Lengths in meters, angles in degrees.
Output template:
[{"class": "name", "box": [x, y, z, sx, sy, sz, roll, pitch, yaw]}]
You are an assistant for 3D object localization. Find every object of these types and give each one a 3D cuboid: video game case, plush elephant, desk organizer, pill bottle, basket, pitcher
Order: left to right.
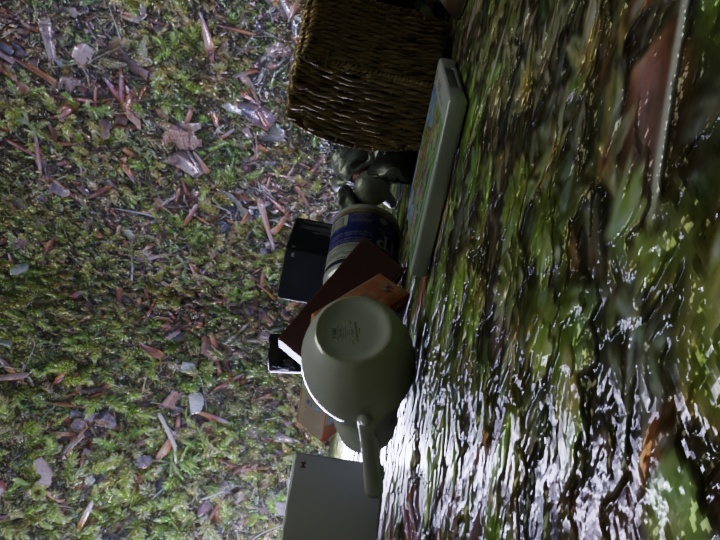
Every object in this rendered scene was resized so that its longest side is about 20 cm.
[{"class": "desk organizer", "box": [-0.027, 0.055, 1.032, 0.200, 0.077, 0.072, -50, -7, -16]}, {"class": "pill bottle", "box": [0.000, 0.000, 1.180, 0.120, 0.119, 0.201, 102, 176, -53]}, {"class": "pitcher", "box": [0.003, 0.138, 0.772, 0.200, 0.121, 0.172, 85, 175, -52]}, {"class": "basket", "box": [0.008, -0.258, 0.947, 0.143, 0.199, 0.149, 110, 169, -54]}, {"class": "plush elephant", "box": [0.018, -0.180, 1.386, 0.200, 0.165, 0.155, 17, -140, -61]}, {"class": "video game case", "box": [0.082, -0.122, 0.812, 0.182, 0.022, 0.201, -84, 4, -61]}]

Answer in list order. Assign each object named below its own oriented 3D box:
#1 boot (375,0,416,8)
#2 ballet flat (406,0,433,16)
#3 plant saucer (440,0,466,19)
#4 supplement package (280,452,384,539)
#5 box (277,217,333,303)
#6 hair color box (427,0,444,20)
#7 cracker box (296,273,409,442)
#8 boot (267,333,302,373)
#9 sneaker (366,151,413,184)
[{"class": "boot", "box": [0.008, -0.410, 1.028, 0.187, 0.064, 0.200, -55, 36, 14]}, {"class": "ballet flat", "box": [0.085, -0.316, 1.028, 0.074, 0.074, 0.201, -93, 8, -80]}, {"class": "plant saucer", "box": [0.124, -0.410, 0.857, 0.200, 0.032, 0.201, -170, 90, -88]}, {"class": "supplement package", "box": [-0.044, 0.336, 0.934, 0.200, 0.116, 0.118, 101, 178, -53]}, {"class": "box", "box": [-0.046, -0.010, 1.368, 0.182, 0.199, 0.104, -84, 6, -69]}, {"class": "hair color box", "box": [0.078, -0.401, 1.090, 0.061, 0.100, 0.200, -84, 3, -49]}, {"class": "cracker box", "box": [-0.012, 0.118, 0.952, 0.134, 0.058, 0.201, -30, -38, -40]}, {"class": "boot", "box": [-0.067, 0.132, 1.280, 0.066, 0.199, 0.165, -83, 3, -50]}, {"class": "sneaker", "box": [0.054, -0.194, 1.198, 0.200, 0.075, 0.080, -89, 11, -74]}]
